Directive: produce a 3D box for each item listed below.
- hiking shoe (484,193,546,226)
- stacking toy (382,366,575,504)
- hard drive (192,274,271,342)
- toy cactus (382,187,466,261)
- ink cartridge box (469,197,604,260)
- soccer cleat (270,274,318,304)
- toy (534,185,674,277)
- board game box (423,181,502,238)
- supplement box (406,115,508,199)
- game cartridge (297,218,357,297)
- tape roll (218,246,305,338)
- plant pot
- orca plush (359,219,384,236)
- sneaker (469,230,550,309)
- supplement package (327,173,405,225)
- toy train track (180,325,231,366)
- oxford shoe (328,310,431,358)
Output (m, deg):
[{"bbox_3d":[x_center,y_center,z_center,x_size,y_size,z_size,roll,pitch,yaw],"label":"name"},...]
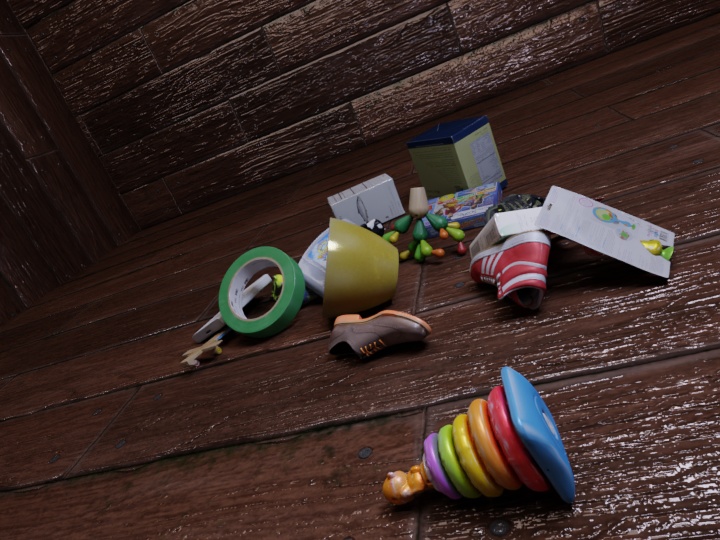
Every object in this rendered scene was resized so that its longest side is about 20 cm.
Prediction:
[{"bbox_3d":[0.335,-0.120,1.078,0.100,0.076,0.200,-9,24,42],"label":"hiking shoe"},{"bbox_3d":[0.109,0.202,0.538,0.200,0.116,0.110,-32,17,18],"label":"stacking toy"},{"bbox_3d":[-0.316,0.093,1.264,0.132,0.027,0.200,-32,12,39],"label":"hard drive"},{"bbox_3d":[0.141,-0.103,1.138,0.199,0.166,0.102,3,13,41],"label":"toy cactus"},{"bbox_3d":[0.314,-0.066,0.914,0.199,0.050,0.161,-7,-17,-6],"label":"ink cartridge box"},{"bbox_3d":[-0.164,0.048,1.243,0.083,0.065,0.200,0,5,-26],"label":"soccer cleat"},{"bbox_3d":[0.379,-0.053,0.800,0.199,0.047,0.115,23,49,17],"label":"toy"},{"bbox_3d":[0.247,-0.149,1.263,0.199,0.035,0.136,-11,35,28],"label":"board game box"},{"bbox_3d":[0.263,-0.292,1.391,0.134,0.200,0.200,-33,23,-22],"label":"supplement box"},{"bbox_3d":[-0.054,-0.031,1.180,0.133,0.041,0.200,30,62,20],"label":"game cartridge"},{"bbox_3d":[-0.221,0.047,1.130,0.200,0.048,0.201,-10,64,21],"label":"tape roll"},{"bbox_3d":[0.000,0.000,1.025,0.141,0.201,0.200,5,21,-4],"label":"plant pot"},{"bbox_3d":[0.016,-0.053,1.264,0.071,0.106,0.200,24,39,20],"label":"orca plush"},{"bbox_3d":[0.241,0.018,0.852,0.200,0.071,0.113,135,146,-65],"label":"sneaker"},{"bbox_3d":[0.015,-0.196,1.537,0.199,0.117,0.117,-24,21,-1],"label":"supplement package"},{"bbox_3d":[-0.323,0.166,1.148,0.114,0.033,0.200,-19,14,32],"label":"toy train track"},{"bbox_3d":[0.029,0.117,0.863,0.200,0.071,0.073,-11,43,40],"label":"oxford shoe"}]
